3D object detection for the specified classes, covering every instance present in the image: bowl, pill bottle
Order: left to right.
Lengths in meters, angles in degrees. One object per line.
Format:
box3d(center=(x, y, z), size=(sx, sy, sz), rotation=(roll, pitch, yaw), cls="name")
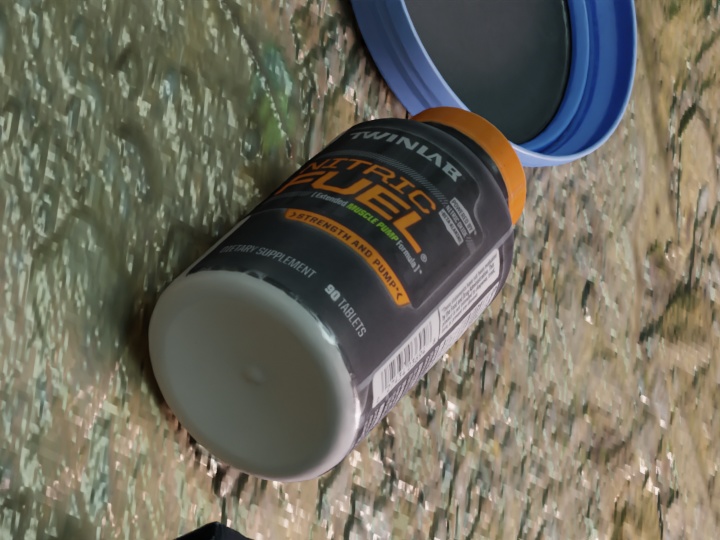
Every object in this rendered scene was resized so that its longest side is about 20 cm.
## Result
box3d(center=(0.000, 0.000, 1.231), size=(0.200, 0.106, 0.107), rotation=(-44, 110, -47), cls="pill bottle")
box3d(center=(0.065, -0.148, 1.410), size=(0.200, 0.039, 0.202), rotation=(20, 62, -43), cls="bowl")

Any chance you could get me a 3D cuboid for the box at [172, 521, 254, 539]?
box3d(center=(-0.026, 0.235, 1.087), size=(0.198, 0.123, 0.201), rotation=(28, 49, -38), cls="box")
